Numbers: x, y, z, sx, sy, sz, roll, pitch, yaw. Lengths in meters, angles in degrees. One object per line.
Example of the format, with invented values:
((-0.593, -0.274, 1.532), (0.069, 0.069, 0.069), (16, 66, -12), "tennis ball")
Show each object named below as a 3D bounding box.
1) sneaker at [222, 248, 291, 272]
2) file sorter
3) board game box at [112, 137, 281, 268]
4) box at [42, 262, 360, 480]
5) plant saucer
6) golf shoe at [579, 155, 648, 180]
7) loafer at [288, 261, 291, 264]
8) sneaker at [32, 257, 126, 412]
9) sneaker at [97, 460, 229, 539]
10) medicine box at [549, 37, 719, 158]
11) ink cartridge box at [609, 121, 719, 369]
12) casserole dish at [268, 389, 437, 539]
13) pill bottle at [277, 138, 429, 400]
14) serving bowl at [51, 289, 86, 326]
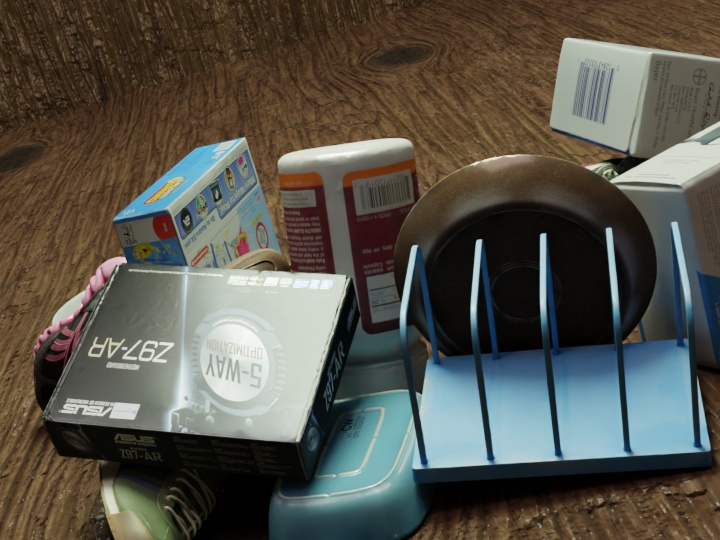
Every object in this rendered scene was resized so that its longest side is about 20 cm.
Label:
((-0.107, 0.058, 1.069), (0.075, 0.071, 0.200), (3, 42, 46), "sneaker")
((0.132, 0.051, 0.904), (0.197, 0.124, 0.139), (-5, 28, 11), "file sorter")
((-0.131, 0.005, 1.194), (0.055, 0.198, 0.200), (-10, 19, 19), "board game box")
((-0.113, 0.070, 0.972), (0.197, 0.044, 0.161), (3, 46, 16), "box")
((0.122, 0.009, 0.980), (0.198, 0.202, 0.032), (-11, 32, 14), "plant saucer")
((0.203, -0.068, 1.337), (0.197, 0.078, 0.088), (-10, 7, -5), "golf shoe")
((-0.044, 0.002, 1.257), (0.071, 0.064, 0.200), (-11, 13, 23), "loafer")
((-0.239, 0.081, 1.175), (0.078, 0.200, 0.096), (18, 40, -27), "sneaker")
((-0.139, 0.160, 0.959), (0.089, 0.068, 0.200), (-25, 17, -8), "sneaker")
((0.327, -0.173, 1.358), (0.197, 0.104, 0.182), (4, 12, -19), "medicine box")
((0.301, -0.036, 1.025), (0.199, 0.148, 0.085), (-27, 20, -31), "ink cartridge box")
((-0.003, 0.140, 0.956), (0.120, 0.039, 0.200), (-10, 19, 16), "casserole dish")
((0.000, 0.000, 1.069), (0.112, 0.203, 0.114), (-7, 9, 1), "pill bottle")
((-0.209, 0.050, 1.337), (0.197, 0.067, 0.200), (-14, 19, 5), "serving bowl")
